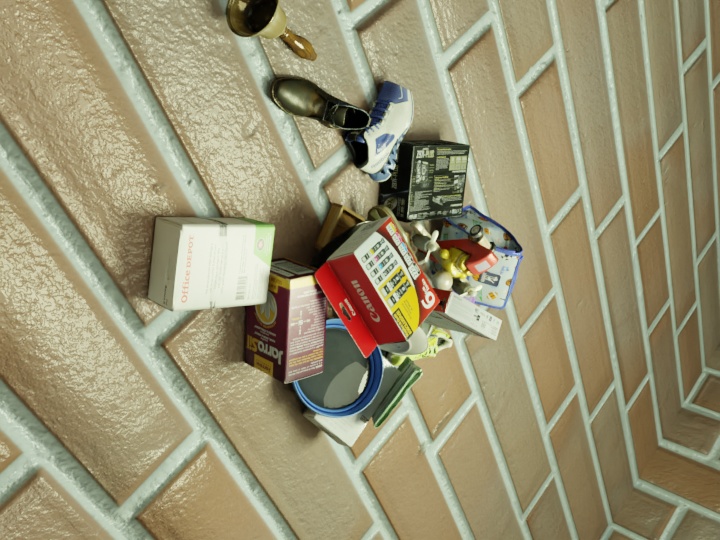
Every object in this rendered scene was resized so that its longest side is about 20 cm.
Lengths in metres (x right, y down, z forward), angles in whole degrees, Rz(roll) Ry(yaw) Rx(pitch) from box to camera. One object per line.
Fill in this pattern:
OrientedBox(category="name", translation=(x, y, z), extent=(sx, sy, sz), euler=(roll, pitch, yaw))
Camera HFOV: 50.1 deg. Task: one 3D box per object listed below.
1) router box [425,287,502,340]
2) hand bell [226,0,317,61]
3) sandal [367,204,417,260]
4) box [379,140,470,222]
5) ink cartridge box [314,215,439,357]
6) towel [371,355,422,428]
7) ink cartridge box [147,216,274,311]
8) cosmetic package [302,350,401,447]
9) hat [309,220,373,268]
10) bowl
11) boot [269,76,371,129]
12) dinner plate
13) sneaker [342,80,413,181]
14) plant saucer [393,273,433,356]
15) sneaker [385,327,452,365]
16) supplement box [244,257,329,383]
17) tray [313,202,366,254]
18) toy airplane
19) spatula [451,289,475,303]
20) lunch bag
OrientedBox(category="router box", translation=(0.180, 0.087, 1.681), extent=(0.199, 0.179, 0.049), euler=(28, 77, -43))
OrientedBox(category="hand bell", translation=(-0.131, -0.413, 1.336), extent=(0.200, 0.104, 0.105), euler=(19, 90, -61))
OrientedBox(category="sandal", translation=(0.073, -0.064, 1.630), extent=(0.201, 0.080, 0.054), euler=(65, 35, -33))
OrientedBox(category="box", translation=(0.140, -0.199, 1.687), extent=(0.199, 0.086, 0.165), euler=(-11, 112, -45))
OrientedBox(category="ink cartridge box", translation=(0.033, 0.033, 1.439), extent=(0.176, 0.084, 0.201), euler=(-46, 111, -40))
OrientedBox(category="towel", translation=(0.075, 0.259, 1.665), extent=(0.023, 0.200, 0.153), euler=(38, 90, -3))
OrientedBox(category="ink cartridge box", translation=(-0.254, -0.015, 1.324), extent=(0.199, 0.084, 0.147), euler=(-2, 105, -47))
OrientedBox(category="cosmetic package", translation=(-0.017, 0.263, 1.654), extent=(0.113, 0.081, 0.201), euler=(40, 71, -14))
OrientedBox(category="hat", translation=(0.000, 0.000, 1.549), extent=(0.199, 0.081, 0.202), euler=(-16, 136, -16))
OrientedBox(category="bowl", translation=(-0.051, 0.201, 1.585), extent=(0.199, 0.039, 0.202), euler=(3, 81, -21))
OrientedBox(category="boot", translation=(-0.069, -0.306, 1.413), extent=(0.199, 0.097, 0.075), euler=(10, 96, -49))
OrientedBox(category="dinner plate", translation=(0.047, 0.128, 1.615), extent=(0.200, 0.199, 0.024), euler=(54, 52, -43))
OrientedBox(category="sneaker", translation=(0.032, -0.284, 1.544), extent=(0.115, 0.080, 0.201), euler=(9, 99, -51))
OrientedBox(category="plant saucer", translation=(0.094, 0.092, 1.758), extent=(0.199, 0.050, 0.202), euler=(-8, 102, -43))
OrientedBox(category="sneaker", translation=(0.139, 0.176, 1.826), extent=(0.199, 0.076, 0.076), euler=(-23, 121, -40))
OrientedBox(category="supplement box", translation=(-0.141, 0.090, 1.451), extent=(0.103, 0.130, 0.202), euler=(-11, 110, -45))
OrientedBox(category="tray", translation=(-0.007, -0.058, 1.615), extent=(0.200, 0.037, 0.099), euler=(28, 83, -48))
OrientedBox(category="toy airplane", translation=(0.182, -0.019, 1.666), extent=(0.199, 0.199, 0.142), euler=(106, 9, -65))
OrientedBox(category="spatula", translation=(0.173, 0.050, 1.741), extent=(0.199, 0.021, 0.057), euler=(17, 123, -28))
OrientedBox(category="lunch bag", translation=(0.275, -0.025, 1.783), extent=(0.123, 0.200, 0.171), euler=(-26, 140, -38))
